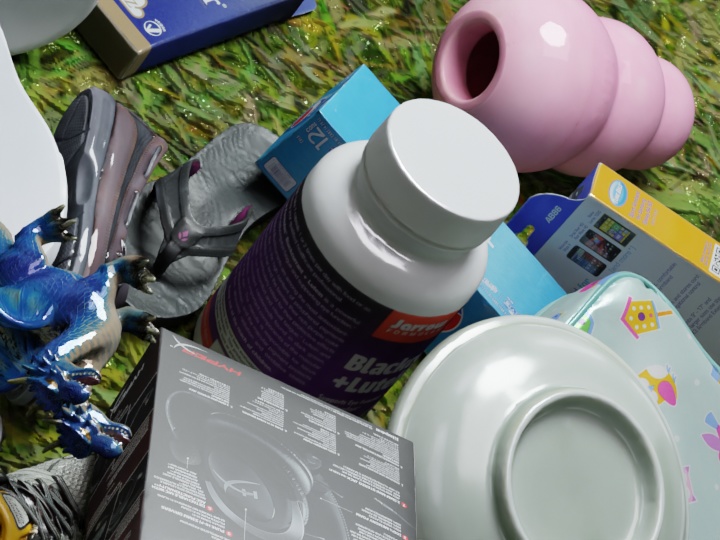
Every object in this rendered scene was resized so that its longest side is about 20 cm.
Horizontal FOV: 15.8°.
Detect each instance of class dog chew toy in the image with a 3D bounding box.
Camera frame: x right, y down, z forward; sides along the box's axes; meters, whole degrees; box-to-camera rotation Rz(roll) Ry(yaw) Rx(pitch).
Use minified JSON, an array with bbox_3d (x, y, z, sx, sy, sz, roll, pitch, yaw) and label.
[{"bbox_3d":[0.143,-0.116,1.709,0.200,0.125,0.125,13,46,-40],"label":"dog chew toy"}]

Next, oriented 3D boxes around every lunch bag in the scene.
[{"bbox_3d":[0.144,0.111,1.477,0.160,0.077,0.200,-42,102,-32],"label":"lunch bag"}]

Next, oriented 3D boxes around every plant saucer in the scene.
[{"bbox_3d":[0.105,0.119,1.374,0.200,0.050,0.200,8,75,-30],"label":"plant saucer"}]

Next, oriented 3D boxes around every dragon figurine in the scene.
[{"bbox_3d":[-0.166,0.020,1.254,0.200,0.059,0.099,31,45,34],"label":"dragon figurine"}]

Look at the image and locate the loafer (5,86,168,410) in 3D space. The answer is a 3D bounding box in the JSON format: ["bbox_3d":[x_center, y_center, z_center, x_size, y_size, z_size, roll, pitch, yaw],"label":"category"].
[{"bbox_3d":[-0.143,-0.008,1.403,0.063,0.072,0.200,25,52,-25],"label":"loafer"}]

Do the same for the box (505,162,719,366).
[{"bbox_3d":[0.174,0.020,1.600,0.200,0.119,0.041,35,39,-7],"label":"box"}]

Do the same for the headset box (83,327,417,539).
[{"bbox_3d":[-0.052,0.137,1.234,0.149,0.077,0.200,25,31,-16],"label":"headset box"}]

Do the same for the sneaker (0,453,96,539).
[{"bbox_3d":[-0.169,0.135,1.251,0.078,0.082,0.200,49,39,11],"label":"sneaker"}]

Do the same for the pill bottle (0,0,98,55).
[{"bbox_3d":[-0.230,-0.232,1.529,0.106,0.106,0.200,0,54,-38],"label":"pill bottle"}]

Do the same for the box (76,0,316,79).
[{"bbox_3d":[-0.117,-0.196,1.643,0.121,0.032,0.200,50,39,12],"label":"box"}]

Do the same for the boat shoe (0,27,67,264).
[{"bbox_3d":[-0.203,-0.058,1.416,0.072,0.068,0.200,-18,52,-10],"label":"boat shoe"}]

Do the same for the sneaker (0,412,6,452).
[{"bbox_3d":[-0.233,0.073,1.193,0.200,0.074,0.079,-18,95,-62],"label":"sneaker"}]

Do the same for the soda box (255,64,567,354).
[{"bbox_3d":[0.035,-0.020,1.546,0.200,0.064,0.068,49,38,-7],"label":"soda box"}]

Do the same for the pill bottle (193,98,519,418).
[{"bbox_3d":[0.000,0.000,1.417,0.111,0.200,0.111,21,43,-21],"label":"pill bottle"}]

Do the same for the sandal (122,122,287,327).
[{"bbox_3d":[-0.091,-0.038,1.501,0.075,0.048,0.200,39,39,-1],"label":"sandal"}]
